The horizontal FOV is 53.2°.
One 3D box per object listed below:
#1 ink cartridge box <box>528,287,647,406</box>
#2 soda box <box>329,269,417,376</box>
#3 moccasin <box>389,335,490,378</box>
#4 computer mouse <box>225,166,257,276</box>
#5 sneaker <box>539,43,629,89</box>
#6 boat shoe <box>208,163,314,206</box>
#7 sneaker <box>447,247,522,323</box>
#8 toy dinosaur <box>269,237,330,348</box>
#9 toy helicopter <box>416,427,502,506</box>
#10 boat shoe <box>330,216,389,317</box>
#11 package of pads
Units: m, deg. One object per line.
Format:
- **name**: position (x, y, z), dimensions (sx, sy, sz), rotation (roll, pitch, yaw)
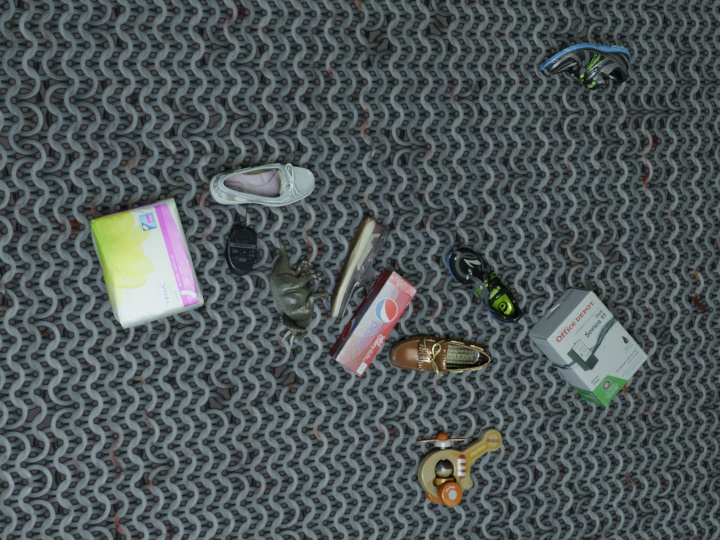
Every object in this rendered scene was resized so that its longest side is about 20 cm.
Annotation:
- **ink cartridge box**: position (0.468, 0.155, 1.483), dimensions (0.147, 0.083, 0.200), rotation (-46, 102, -9)
- **soda box**: position (0.023, 0.098, 1.368), dimensions (0.063, 0.070, 0.200), rotation (35, 84, -13)
- **moccasin**: position (0.155, 0.170, 1.403), dimensions (0.200, 0.078, 0.074), rotation (9, 90, -15)
- **computer mouse**: position (-0.216, -0.090, 1.319), dimensions (0.058, 0.034, 0.201), rotation (8, 84, -28)
- **sneaker**: position (0.458, -0.408, 1.450), dimensions (0.199, 0.071, 0.083), rotation (-5, 88, -18)
- **boat shoe**: position (-0.168, -0.155, 1.294), dimensions (0.201, 0.065, 0.075), rotation (-4, 89, -30)
- **sneaker**: position (0.251, 0.028, 1.419), dimensions (0.071, 0.083, 0.200), rotation (-45, 102, -9)
- **toy dinosaur**: position (-0.122, 0.038, 1.325), dimensions (0.102, 0.077, 0.201), rotation (-25, 102, -19)
- **toy helicopter**: position (0.198, 0.369, 1.440), dimensions (0.199, 0.079, 0.133), rotation (-27, 90, -23)
- **boat shoe**: position (0.000, 0.000, 1.358), dimensions (0.065, 0.072, 0.201), rotation (22, 81, -10)
- **package of pads**: position (-0.374, -0.012, 1.258), dimensions (0.154, 0.068, 0.201), rotation (-17, 97, -14)
